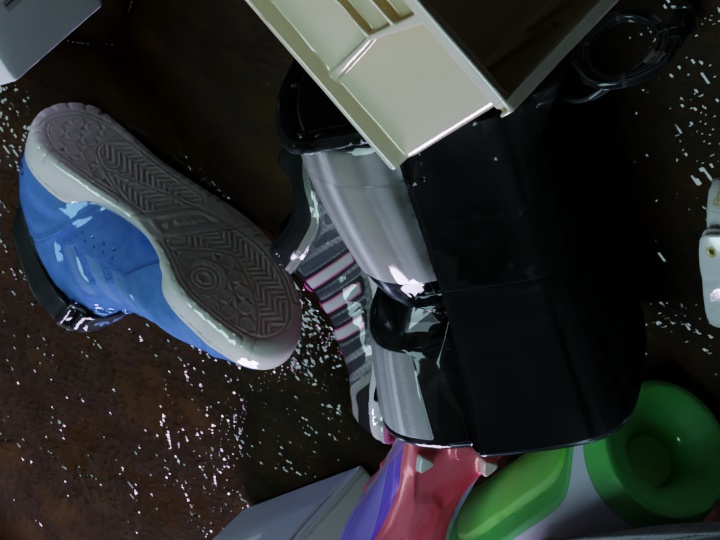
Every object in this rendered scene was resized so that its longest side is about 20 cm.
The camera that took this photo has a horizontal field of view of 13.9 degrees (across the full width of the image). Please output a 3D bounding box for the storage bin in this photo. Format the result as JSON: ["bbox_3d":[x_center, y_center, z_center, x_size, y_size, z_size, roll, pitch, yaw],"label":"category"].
[{"bbox_3d":[0.031,-0.182,1.214,0.199,0.200,0.094,49,148,-7],"label":"storage bin"}]

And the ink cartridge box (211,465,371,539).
[{"bbox_3d":[0.001,0.227,1.772,0.200,0.085,0.145,50,145,-11],"label":"ink cartridge box"}]

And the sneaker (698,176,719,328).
[{"bbox_3d":[0.205,-0.019,1.316,0.115,0.074,0.201,28,144,17],"label":"sneaker"}]

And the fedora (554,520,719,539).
[{"bbox_3d":[0.146,0.190,1.482,0.177,0.199,0.091,-35,60,48],"label":"fedora"}]

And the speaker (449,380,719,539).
[{"bbox_3d":[0.112,0.126,1.551,0.088,0.088,0.200,45,146,-1],"label":"speaker"}]

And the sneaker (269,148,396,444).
[{"bbox_3d":[0.000,0.000,1.551,0.087,0.074,0.201,23,138,32],"label":"sneaker"}]

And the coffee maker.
[{"bbox_3d":[0.073,-0.017,1.396,0.191,0.135,0.201,8,134,35],"label":"coffee maker"}]

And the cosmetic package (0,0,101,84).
[{"bbox_3d":[-0.249,-0.153,1.638,0.199,0.081,0.113,-6,121,50],"label":"cosmetic package"}]

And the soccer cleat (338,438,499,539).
[{"bbox_3d":[0.033,0.104,1.559,0.066,0.201,0.076,18,-172,-29],"label":"soccer cleat"}]

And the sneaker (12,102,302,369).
[{"bbox_3d":[-0.119,0.005,1.667,0.200,0.077,0.111,39,140,15],"label":"sneaker"}]
